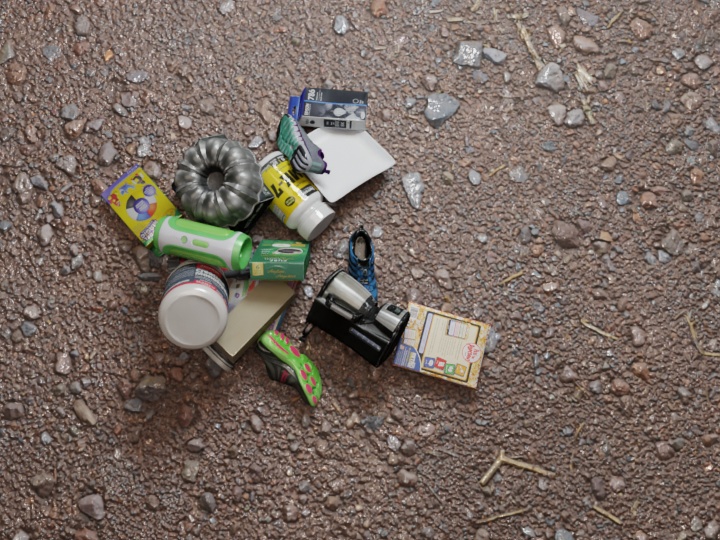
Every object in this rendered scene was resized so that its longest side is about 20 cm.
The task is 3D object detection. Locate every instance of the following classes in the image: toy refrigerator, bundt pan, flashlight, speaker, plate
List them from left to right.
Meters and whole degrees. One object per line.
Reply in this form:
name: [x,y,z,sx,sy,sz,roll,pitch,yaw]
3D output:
speaker: [-0.335,-0.058,1.566,0.198,0.089,0.090,13,78,11]
flashlight: [-0.336,-0.010,1.675,0.197,0.068,0.069,-9,53,-3]
bundt pan: [-0.314,-0.193,1.583,0.199,0.076,0.205,-1,85,9]
toy refrigerator: [-0.240,0.104,1.636,0.076,0.070,0.200,40,69,7]
plate: [-0.051,-0.266,1.761,0.199,0.032,0.200,-34,66,-20]

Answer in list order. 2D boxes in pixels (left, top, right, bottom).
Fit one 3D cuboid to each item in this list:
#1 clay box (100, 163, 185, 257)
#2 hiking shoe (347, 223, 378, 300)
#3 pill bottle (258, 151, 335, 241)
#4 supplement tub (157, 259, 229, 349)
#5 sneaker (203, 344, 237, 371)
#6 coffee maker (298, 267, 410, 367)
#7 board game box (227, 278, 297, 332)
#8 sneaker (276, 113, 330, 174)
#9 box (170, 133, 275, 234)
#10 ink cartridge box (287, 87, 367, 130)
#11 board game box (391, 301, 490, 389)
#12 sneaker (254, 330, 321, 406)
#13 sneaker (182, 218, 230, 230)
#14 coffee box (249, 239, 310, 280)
clay box: [-0.507,-0.141,1.751,0.115,0.048,0.200,-42,81,-9]
hiking shoe: [0.000,0.000,1.705,0.073,0.087,0.203,-7,78,-2]
pill bottle: [-0.160,-0.172,1.727,0.114,0.114,0.200,-44,82,-9]
supplement tub: [-0.348,0.065,1.559,0.138,0.200,0.142,-3,111,-8]
sneaker: [-0.351,0.137,1.679,0.200,0.078,0.080,41,85,-4]
coffee maker: [-0.009,0.121,1.647,0.199,0.193,0.135,34,45,11]
board game box: [-0.263,0.050,1.716,0.198,0.040,0.155,21,79,4]
sneaker: [-0.136,-0.288,1.730,0.087,0.075,0.201,13,38,-36]
box: [-0.319,-0.182,1.699,0.201,0.086,0.164,50,125,9]
ink cartridge box: [-0.082,-0.396,1.799,0.197,0.039,0.100,2,59,0]
board game box: [0.184,0.173,1.691,0.198,0.046,0.153,16,78,3]
sneaker: [-0.162,0.225,1.672,0.084,0.077,0.201,-38,91,35]
sneaker: [-0.370,-0.064,1.656,0.198,0.099,0.079,3,118,35]
coffee box: [-0.177,-0.026,1.655,0.121,0.200,0.045,1,106,-1]
